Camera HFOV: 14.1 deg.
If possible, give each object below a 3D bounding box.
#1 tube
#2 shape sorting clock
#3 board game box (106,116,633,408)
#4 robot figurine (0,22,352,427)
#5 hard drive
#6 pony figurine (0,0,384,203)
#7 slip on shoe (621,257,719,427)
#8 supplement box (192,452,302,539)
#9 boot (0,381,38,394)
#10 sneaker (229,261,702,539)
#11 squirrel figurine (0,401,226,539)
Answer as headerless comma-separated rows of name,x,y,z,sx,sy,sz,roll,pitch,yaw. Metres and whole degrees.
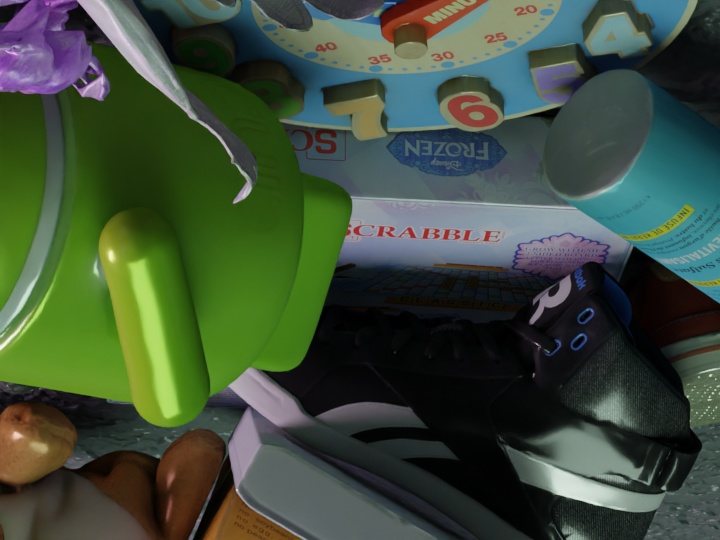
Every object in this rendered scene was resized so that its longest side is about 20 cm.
tube,0.149,-0.007,1.066,0.077,0.051,0.199,-17,144,43
shape sorting clock,0.016,-0.091,0.988,0.198,0.039,0.200,0,153,0
board game box,0.000,0.000,1.164,0.198,0.041,0.200,3,153,-6
robot figurine,-0.100,-0.019,0.973,0.199,0.116,0.175,12,-167,-41
hard drive,0.010,0.100,1.137,0.131,0.027,0.200,31,179,-4
pony figurine,-0.102,-0.106,0.831,0.199,0.167,0.193,-30,108,22
slip on shoe,0.130,0.033,1.220,0.074,0.062,0.200,-10,167,-5
supplement box,-0.041,0.128,1.236,0.069,0.200,0.067,31,117,-4
boot,-0.216,-0.004,1.104,0.157,0.080,0.211,-3,165,20
sneaker,0.039,0.029,1.114,0.199,0.073,0.112,31,107,-7
squirrel figurine,-0.175,0.114,1.261,0.186,0.142,0.200,24,162,-3
